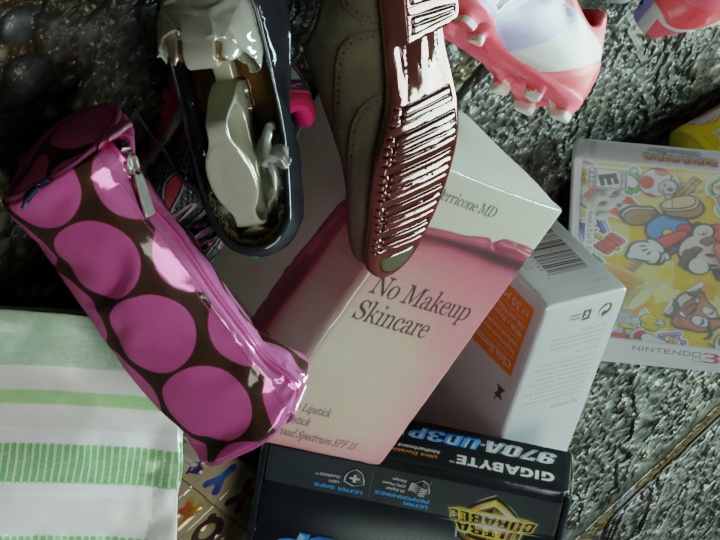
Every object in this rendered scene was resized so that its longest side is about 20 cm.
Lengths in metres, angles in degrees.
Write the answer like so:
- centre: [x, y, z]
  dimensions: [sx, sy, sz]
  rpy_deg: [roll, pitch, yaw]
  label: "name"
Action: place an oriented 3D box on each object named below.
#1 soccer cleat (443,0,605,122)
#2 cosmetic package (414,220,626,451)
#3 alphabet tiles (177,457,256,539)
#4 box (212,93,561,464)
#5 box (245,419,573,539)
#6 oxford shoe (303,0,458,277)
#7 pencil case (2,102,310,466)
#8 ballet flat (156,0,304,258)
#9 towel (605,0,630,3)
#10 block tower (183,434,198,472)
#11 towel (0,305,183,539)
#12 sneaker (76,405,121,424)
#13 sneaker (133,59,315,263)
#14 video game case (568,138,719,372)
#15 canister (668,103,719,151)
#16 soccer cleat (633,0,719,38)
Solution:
- centre: [0.077, -0.157, 1.496]
  dimensions: [0.200, 0.066, 0.077]
  rpy_deg: [36, 72, -47]
  label: "soccer cleat"
- centre: [0.091, 0.067, 1.704]
  dimensions: [0.071, 0.101, 0.201]
  rpy_deg: [-12, 133, -35]
  label: "cosmetic package"
- centre: [-0.144, 0.171, 1.662]
  dimensions: [0.167, 0.008, 0.200]
  rpy_deg: [-43, 144, 0]
  label: "alphabet tiles"
- centre: [0.000, 0.000, 1.543]
  dimensions: [0.128, 0.109, 0.200]
  rpy_deg: [16, 115, -49]
  label: "box"
- centre: [0.026, 0.171, 1.684]
  dimensions: [0.199, 0.046, 0.160]
  rpy_deg: [12, 124, 0]
  label: "box"
- centre: [0.007, -0.097, 1.415]
  dimensions: [0.070, 0.074, 0.201]
  rpy_deg: [-21, 121, -54]
  label: "oxford shoe"
- centre: [-0.104, 0.009, 1.389]
  dimensions: [0.200, 0.093, 0.091]
  rpy_deg: [53, 39, -21]
  label: "pencil case"
- centre: [-0.068, -0.098, 1.347]
  dimensions: [0.073, 0.073, 0.201]
  rpy_deg: [-20, 110, -28]
  label: "ballet flat"
- centre: [0.168, -0.262, 1.499]
  dimensions: [0.200, 0.048, 0.171]
  rpy_deg: [-49, 141, 8]
  label: "towel"
- centre: [-0.168, 0.134, 1.554]
  dimensions: [0.200, 0.058, 0.054]
  rpy_deg: [-47, 135, 2]
  label: "block tower"
- centre: [-0.156, 0.122, 1.428]
  dimensions: [0.152, 0.023, 0.201]
  rpy_deg: [4, 94, -41]
  label: "towel"
- centre: [-0.217, 0.092, 1.473]
  dimensions: [0.199, 0.077, 0.085]
  rpy_deg: [-15, 145, -23]
  label: "sneaker"
- centre: [-0.093, -0.038, 1.446]
  dimensions: [0.080, 0.075, 0.201]
  rpy_deg: [-2, 127, -43]
  label: "sneaker"
- centre: [0.227, -0.003, 1.728]
  dimensions: [0.181, 0.023, 0.201]
  rpy_deg: [6, 138, 7]
  label: "video game case"
- centre: [0.311, -0.083, 1.779]
  dimensions: [0.199, 0.087, 0.149]
  rpy_deg: [-30, 141, -16]
  label: "canister"
- centre: [0.256, -0.199, 1.643]
  dimensions: [0.199, 0.067, 0.076]
  rpy_deg: [-26, 172, -32]
  label: "soccer cleat"
